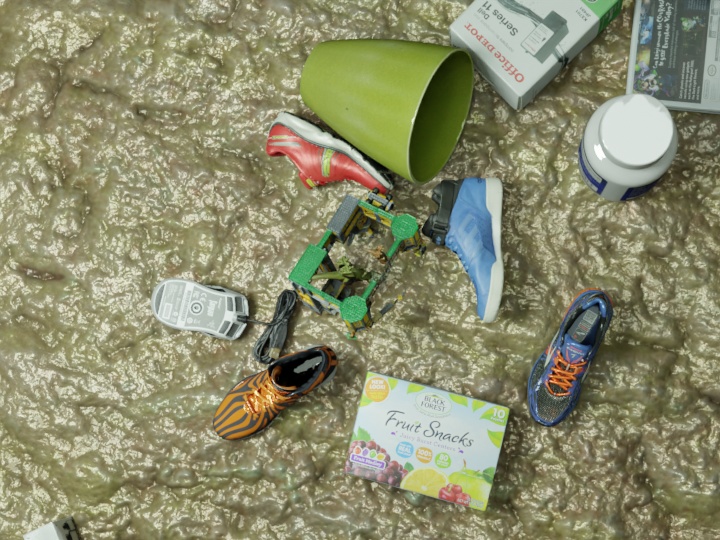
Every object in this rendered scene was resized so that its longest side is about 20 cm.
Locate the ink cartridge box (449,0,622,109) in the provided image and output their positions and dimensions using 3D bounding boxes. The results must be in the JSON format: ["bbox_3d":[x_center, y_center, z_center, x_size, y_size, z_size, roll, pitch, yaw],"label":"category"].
[{"bbox_3d":[0.239,-0.344,1.610,0.200,0.083,0.147,-45,81,2],"label":"ink cartridge box"}]

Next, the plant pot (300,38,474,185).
[{"bbox_3d":[0.024,-0.237,1.591,0.199,0.187,0.188,22,87,22],"label":"plant pot"}]

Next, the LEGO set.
[{"bbox_3d":[0.000,0.000,1.588,0.153,0.116,0.201,19,72,19],"label":"LEGO set"}]

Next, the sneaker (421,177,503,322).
[{"bbox_3d":[0.137,-0.029,1.593,0.110,0.077,0.202,1,80,1],"label":"sneaker"}]

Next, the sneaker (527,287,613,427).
[{"bbox_3d":[0.278,0.113,1.564,0.075,0.078,0.201,22,87,9],"label":"sneaker"}]

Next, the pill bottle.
[{"bbox_3d":[0.348,-0.162,1.521,0.119,0.200,0.121,-1,85,6],"label":"pill bottle"}]

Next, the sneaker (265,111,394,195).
[{"bbox_3d":[-0.044,-0.147,1.638,0.199,0.077,0.085,30,100,15],"label":"sneaker"}]

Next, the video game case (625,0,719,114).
[{"bbox_3d":[0.465,-0.319,1.613,0.180,0.023,0.202,6,86,7],"label":"video game case"}]

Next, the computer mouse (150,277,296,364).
[{"bbox_3d":[-0.194,0.057,1.643,0.198,0.044,0.111,15,91,2],"label":"computer mouse"}]

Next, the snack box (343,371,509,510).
[{"bbox_3d":[0.090,0.229,1.587,0.198,0.053,0.143,13,85,8],"label":"snack box"}]

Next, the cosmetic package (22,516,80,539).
[{"bbox_3d":[-0.392,0.443,1.607,0.050,0.083,0.201,-25,83,4],"label":"cosmetic package"}]

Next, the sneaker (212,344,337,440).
[{"bbox_3d":[-0.125,0.161,1.588,0.199,0.112,0.078,-37,82,2],"label":"sneaker"}]
